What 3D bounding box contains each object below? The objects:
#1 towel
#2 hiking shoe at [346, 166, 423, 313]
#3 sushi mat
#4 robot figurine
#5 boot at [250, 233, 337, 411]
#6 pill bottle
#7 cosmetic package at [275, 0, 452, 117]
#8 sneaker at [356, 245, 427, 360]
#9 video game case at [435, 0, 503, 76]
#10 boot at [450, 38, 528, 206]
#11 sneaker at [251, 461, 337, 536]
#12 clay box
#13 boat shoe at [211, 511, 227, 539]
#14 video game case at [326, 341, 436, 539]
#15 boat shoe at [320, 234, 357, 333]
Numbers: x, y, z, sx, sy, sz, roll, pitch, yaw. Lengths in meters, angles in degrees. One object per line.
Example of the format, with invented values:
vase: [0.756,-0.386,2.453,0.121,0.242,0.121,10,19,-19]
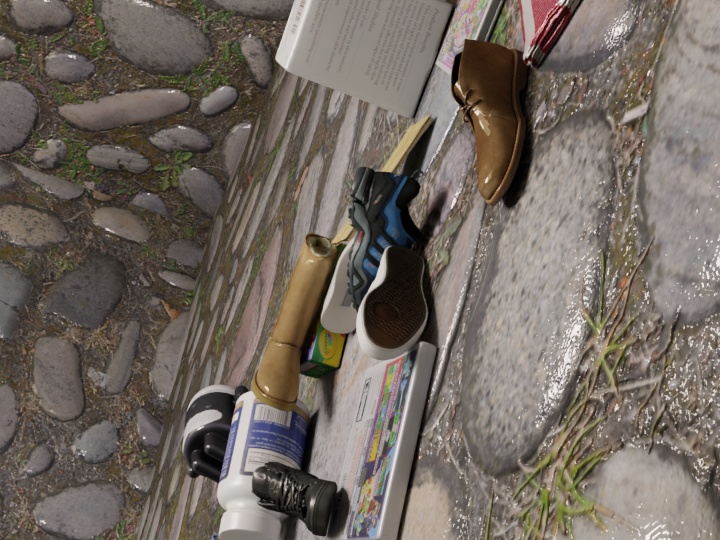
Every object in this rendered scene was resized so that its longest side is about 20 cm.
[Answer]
towel: [0.207,-0.315,1.003,0.145,0.022,0.201,-85,18,-45]
hiking shoe: [0.030,-0.024,1.222,0.075,0.085,0.203,-72,-16,-56]
sushi mat: [0.027,-0.116,1.356,0.201,0.012,0.096,-56,11,-8]
robot figurine: [-0.257,0.295,1.859,0.201,0.148,0.126,-103,-3,-64]
boot: [-0.088,0.067,1.392,0.176,0.065,0.203,-109,39,-68]
pill bottle: [-0.136,0.278,1.417,0.111,0.109,0.202,127,158,-52]
cosmetic package: [0.000,-0.339,1.476,0.166,0.197,0.170,-123,53,-72]
sneaker: [0.032,0.055,1.125,0.201,0.072,0.086,-67,-2,-60]
video game case: [0.150,-0.337,1.263,0.143,0.018,0.203,-110,40,-69]
boot: [0.121,-0.151,1.023,0.074,0.074,0.202,128,155,-49]
sneaker: [-0.081,0.259,1.182,0.200,0.102,0.061,94,-170,-83]
clay box: [-0.045,0.047,1.482,0.115,0.047,0.203,143,141,-66]
boat shoe: [-0.163,0.370,1.494,0.068,0.084,0.202,-22,35,48]
video game case: [0.021,0.189,1.097,0.182,0.023,0.203,141,145,-67]
boat shoe: [0.000,0.000,1.343,0.201,0.071,0.069,109,170,-46]
